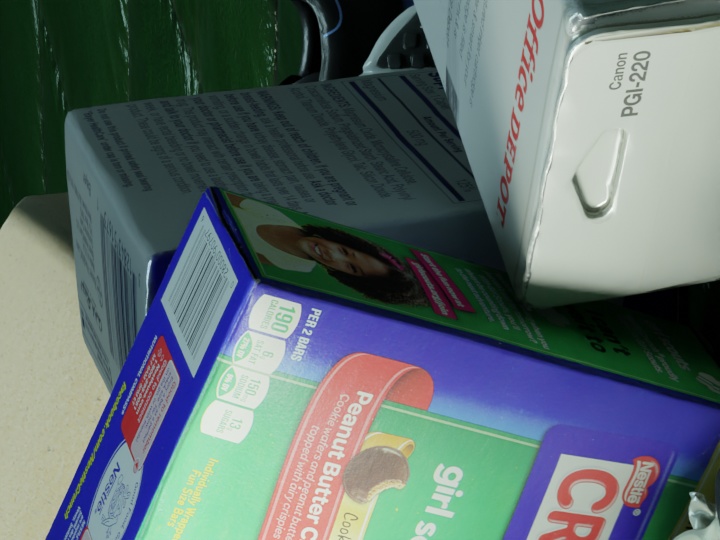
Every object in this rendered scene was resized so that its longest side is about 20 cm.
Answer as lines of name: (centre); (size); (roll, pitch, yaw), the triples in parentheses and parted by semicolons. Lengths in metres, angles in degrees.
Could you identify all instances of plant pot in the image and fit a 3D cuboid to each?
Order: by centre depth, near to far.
plant pot: (-0.093, 0.095, 1.328); (0.201, 0.177, 0.200); (-60, -11, 11)

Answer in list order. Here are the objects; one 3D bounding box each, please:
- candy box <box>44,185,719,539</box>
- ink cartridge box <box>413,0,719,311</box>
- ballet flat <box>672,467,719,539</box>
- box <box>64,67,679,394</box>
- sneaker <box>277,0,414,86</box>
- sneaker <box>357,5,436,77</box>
candy box: (0.011, 0.080, 1.033); (0.170, 0.199, 0.077); (-65, 28, 22)
ink cartridge box: (0.073, -0.110, 1.011); (0.146, 0.084, 0.201); (97, 163, -51)
ballet flat: (0.120, 0.115, 0.980); (0.200, 0.073, 0.073); (102, 157, -59)
box: (0.000, 0.000, 1.143); (0.184, 0.199, 0.106); (-127, 31, -66)
sneaker: (0.002, -0.051, 1.393); (0.070, 0.077, 0.201); (-175, 77, -78)
sneaker: (0.033, -0.021, 1.301); (0.081, 0.075, 0.201); (-39, -46, -72)
